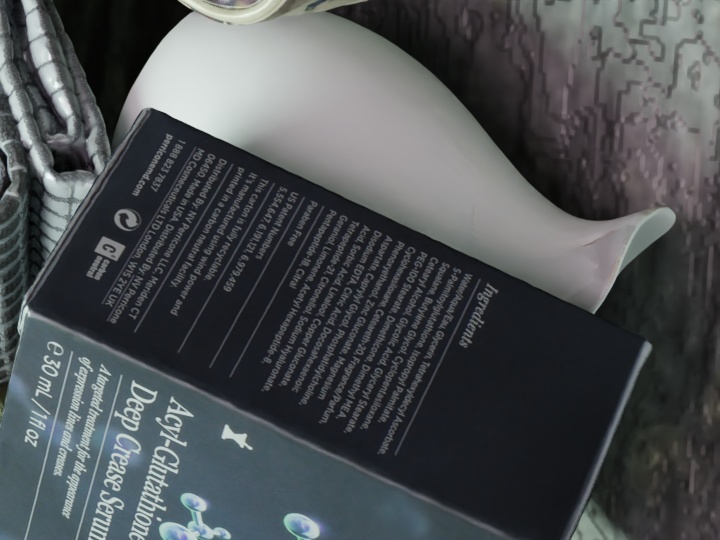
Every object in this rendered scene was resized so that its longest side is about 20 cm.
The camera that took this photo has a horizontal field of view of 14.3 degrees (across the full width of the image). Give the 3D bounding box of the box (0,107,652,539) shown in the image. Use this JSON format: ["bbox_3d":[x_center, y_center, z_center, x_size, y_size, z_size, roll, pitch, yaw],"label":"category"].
[{"bbox_3d":[-0.021,0.060,1.029,0.200,0.107,0.149,24,141,4],"label":"box"}]

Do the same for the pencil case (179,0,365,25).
[{"bbox_3d":[0.015,-0.137,1.032,0.089,0.200,0.078,-27,81,42],"label":"pencil case"}]

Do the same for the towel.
[{"bbox_3d":[-0.164,-0.072,1.150,0.166,0.085,0.200,98,151,-63],"label":"towel"}]

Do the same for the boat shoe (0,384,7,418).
[{"bbox_3d":[-0.180,0.074,1.200,0.063,0.201,0.073,9,102,-13],"label":"boat shoe"}]

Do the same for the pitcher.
[{"bbox_3d":[0.000,0.000,1.111,0.200,0.121,0.172,30,122,14],"label":"pitcher"}]
